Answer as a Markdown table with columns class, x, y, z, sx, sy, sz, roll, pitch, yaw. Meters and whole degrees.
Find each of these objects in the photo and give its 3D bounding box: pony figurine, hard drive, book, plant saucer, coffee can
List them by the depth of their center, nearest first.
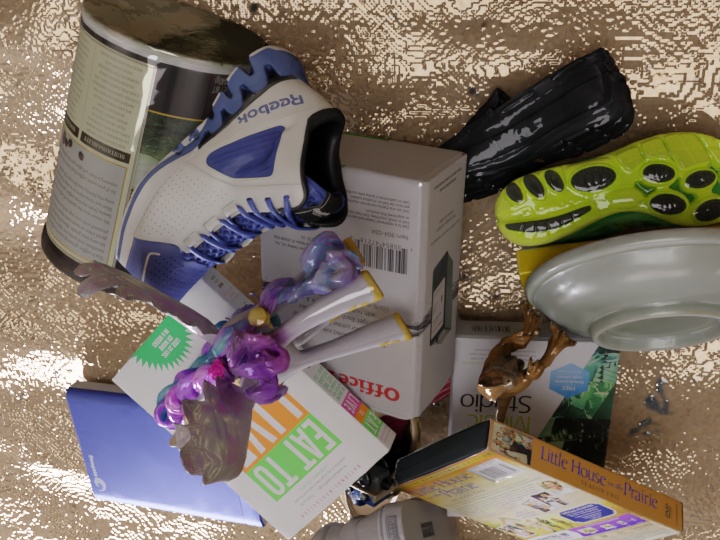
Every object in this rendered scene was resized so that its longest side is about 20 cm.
| class | x | y | z | sx | sy | sz | roll | pitch | yaw |
| --- | --- | --- | --- | --- | --- | --- | --- | --- | --- |
| pony figurine | -0.076 | 0.055 | 0.636 | 0.199 | 0.193 | 0.167 | -31 | 67 | 2 |
| plant saucer | 0.228 | 0.026 | 0.721 | 0.199 | 0.200 | 0.051 | -5 | 70 | 12 |
| coffee can | -0.166 | -0.099 | 0.751 | 0.146 | 0.147 | 0.201 | 19 | 116 | 1 |
| book | -0.086 | 0.108 | 0.766 | 0.200 | 0.048 | 0.134 | 42 | 118 | -5 |
| hard drive | -0.188 | 0.178 | 0.920 | 0.199 | 0.025 | 0.133 | 3 | 115 | 23 |

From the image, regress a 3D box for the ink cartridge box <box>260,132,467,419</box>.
| class | x | y | z | sx | sy | sz | roll | pitch | yaw |
| --- | --- | --- | --- | --- | --- | --- | --- | --- | --- |
| ink cartridge box | 0.000 | 0.000 | 0.756 | 0.145 | 0.084 | 0.201 | 13 | 118 | 25 |

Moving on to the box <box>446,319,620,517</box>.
| class | x | y | z | sx | sy | sz | roll | pitch | yaw |
| --- | --- | --- | --- | --- | --- | --- | --- | --- | --- |
| box | 0.152 | 0.140 | 0.855 | 0.143 | 0.036 | 0.201 | 1 | 118 | 4 |

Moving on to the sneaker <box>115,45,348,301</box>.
| class | x | y | z | sx | sy | sz | roll | pitch | yaw |
| --- | --- | --- | --- | --- | --- | --- | --- | --- | --- |
| sneaker | -0.077 | -0.052 | 0.658 | 0.115 | 0.080 | 0.200 | 39 | 95 | 30 |

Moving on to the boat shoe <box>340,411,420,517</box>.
| class | x | y | z | sx | sy | sz | roll | pitch | yaw |
| --- | --- | --- | --- | --- | --- | --- | --- | --- | --- |
| boat shoe | 0.014 | 0.174 | 0.869 | 0.074 | 0.067 | 0.201 | 3 | 127 | -4 |

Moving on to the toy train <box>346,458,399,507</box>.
| class | x | y | z | sx | sy | sz | roll | pitch | yaw |
| --- | --- | --- | --- | --- | --- | --- | --- | --- | --- |
| toy train | -0.042 | 0.172 | 0.855 | 0.199 | 0.034 | 0.046 | 13 | 115 | 45 |

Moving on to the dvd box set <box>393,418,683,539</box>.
| class | x | y | z | sx | sy | sz | roll | pitch | yaw |
| --- | --- | --- | --- | --- | --- | --- | --- | --- | --- |
| dvd box set | 0.147 | 0.190 | 0.796 | 0.199 | 0.030 | 0.146 | 25 | 146 | -18 |

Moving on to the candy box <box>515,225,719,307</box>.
| class | x | y | z | sx | sy | sz | roll | pitch | yaw |
| --- | --- | --- | --- | --- | --- | --- | --- | --- | --- |
| candy box | 0.230 | -0.003 | 0.756 | 0.199 | 0.102 | 0.027 | -7 | 73 | 13 |

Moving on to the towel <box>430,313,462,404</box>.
| class | x | y | z | sx | sy | sz | roll | pitch | yaw |
| --- | --- | --- | --- | --- | --- | --- | --- | --- | --- |
| towel | 0.002 | 0.083 | 0.872 | 0.199 | 0.023 | 0.144 | -29 | 107 | 20 |

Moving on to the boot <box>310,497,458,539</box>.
| class | x | y | z | sx | sy | sz | roll | pitch | yaw |
| --- | --- | --- | --- | --- | --- | --- | --- | --- | --- |
| boot | 0.025 | 0.247 | 0.865 | 0.095 | 0.200 | 0.074 | -16 | 67 | 17 |

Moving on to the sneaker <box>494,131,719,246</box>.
| class | x | y | z | sx | sy | sz | roll | pitch | yaw |
| --- | --- | --- | --- | --- | --- | --- | --- | --- | --- |
| sneaker | 0.204 | -0.064 | 0.741 | 0.199 | 0.084 | 0.075 | -7 | 92 | 8 |

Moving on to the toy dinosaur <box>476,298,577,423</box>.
| class | x | y | z | sx | sy | sz | roll | pitch | yaw |
| --- | --- | --- | --- | --- | --- | --- | --- | --- | --- |
| toy dinosaur | 0.119 | 0.084 | 0.766 | 0.060 | 0.200 | 0.106 | 42 | 86 | 22 |

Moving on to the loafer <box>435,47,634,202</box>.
| class | x | y | z | sx | sy | sz | roll | pitch | yaw |
| --- | --- | --- | --- | --- | --- | --- | --- | --- | --- |
| loafer | 0.117 | -0.109 | 0.749 | 0.200 | 0.068 | 0.071 | -23 | 70 | 28 |
